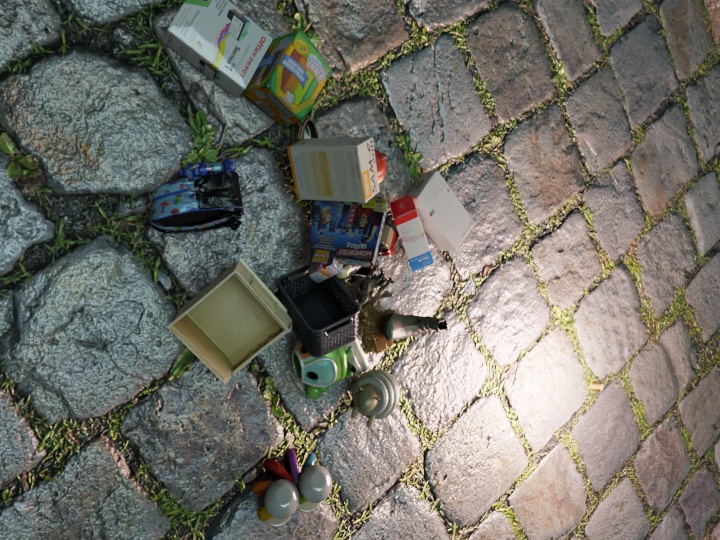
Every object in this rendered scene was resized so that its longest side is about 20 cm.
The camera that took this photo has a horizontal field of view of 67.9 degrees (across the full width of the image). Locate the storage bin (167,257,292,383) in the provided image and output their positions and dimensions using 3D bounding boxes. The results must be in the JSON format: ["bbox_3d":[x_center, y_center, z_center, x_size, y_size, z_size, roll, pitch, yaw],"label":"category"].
[{"bbox_3d":[-0.284,0.117,1.203,0.198,0.094,0.200,-37,110,8],"label":"storage bin"}]

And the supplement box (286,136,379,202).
[{"bbox_3d":[-0.062,-0.231,1.222,0.073,0.195,0.130,-41,130,-48],"label":"supplement box"}]

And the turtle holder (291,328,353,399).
[{"bbox_3d":[-0.105,0.225,1.338,0.129,0.187,0.144,-17,68,-26],"label":"turtle holder"}]

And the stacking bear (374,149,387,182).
[{"bbox_3d":[-0.003,-0.249,1.322,0.120,0.199,0.116,-29,105,-23],"label":"stacking bear"}]

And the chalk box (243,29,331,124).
[{"bbox_3d":[-0.160,-0.467,1.259,0.124,0.122,0.204,35,76,-39],"label":"chalk box"}]

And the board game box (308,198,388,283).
[{"bbox_3d":[-0.042,-0.068,1.254,0.062,0.194,0.206,45,56,-62],"label":"board game box"}]

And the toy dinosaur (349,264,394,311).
[{"bbox_3d":[0.030,0.046,1.365,0.102,0.199,0.077,-44,75,10],"label":"toy dinosaur"}]

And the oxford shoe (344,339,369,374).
[{"bbox_3d":[-0.040,0.190,1.395,0.057,0.075,0.204,-32,110,-20],"label":"oxford shoe"}]

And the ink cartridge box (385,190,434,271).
[{"bbox_3d":[0.129,-0.117,1.421,0.065,0.117,0.204,-19,116,7],"label":"ink cartridge box"}]

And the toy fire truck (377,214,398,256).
[{"bbox_3d":[0.020,-0.086,1.386,0.200,0.171,0.132,47,56,-62],"label":"toy fire truck"}]

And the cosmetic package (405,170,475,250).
[{"bbox_3d":[0.223,-0.165,1.514,0.200,0.081,0.114,46,71,-21],"label":"cosmetic package"}]

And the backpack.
[{"bbox_3d":[-0.359,-0.152,1.157,0.194,0.182,0.139,-11,89,-15],"label":"backpack"}]

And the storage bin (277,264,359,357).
[{"bbox_3d":[-0.101,0.089,1.277,0.132,0.201,0.096,-21,139,-25],"label":"storage bin"}]

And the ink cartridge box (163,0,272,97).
[{"bbox_3d":[-0.317,-0.519,1.207,0.198,0.083,0.148,33,77,-26],"label":"ink cartridge box"}]

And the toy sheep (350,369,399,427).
[{"bbox_3d":[0.042,0.328,1.411,0.199,0.134,0.143,-4,96,-70],"label":"toy sheep"}]

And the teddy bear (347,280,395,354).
[{"bbox_3d":[0.025,0.120,1.438,0.144,0.066,0.204,-33,101,-32],"label":"teddy bear"}]

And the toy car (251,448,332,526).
[{"bbox_3d":[-0.170,0.518,1.308,0.195,0.177,0.153,-14,62,-26],"label":"toy car"}]

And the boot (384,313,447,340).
[{"bbox_3d":[0.152,0.144,1.420,0.198,0.127,0.070,-2,88,-60],"label":"boot"}]

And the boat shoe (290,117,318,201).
[{"bbox_3d":[-0.131,-0.275,1.324,0.074,0.071,0.207,-11,97,-26],"label":"boat shoe"}]

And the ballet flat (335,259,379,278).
[{"bbox_3d":[0.000,0.000,1.353,0.198,0.065,0.058,-11,77,-61],"label":"ballet flat"}]
